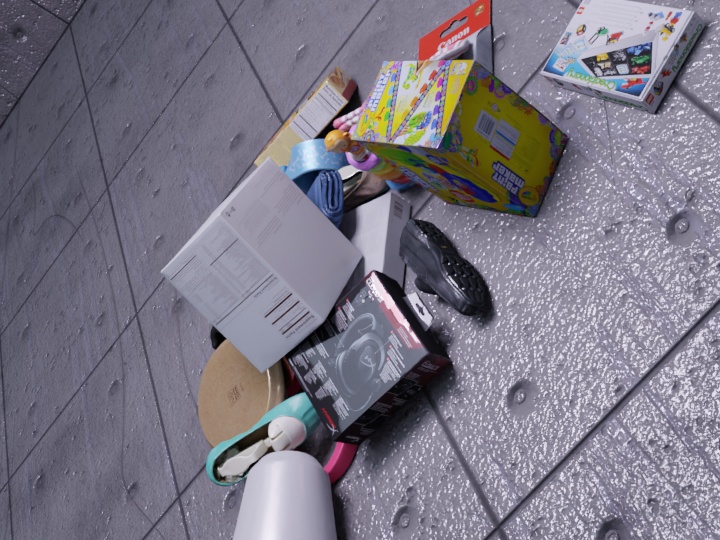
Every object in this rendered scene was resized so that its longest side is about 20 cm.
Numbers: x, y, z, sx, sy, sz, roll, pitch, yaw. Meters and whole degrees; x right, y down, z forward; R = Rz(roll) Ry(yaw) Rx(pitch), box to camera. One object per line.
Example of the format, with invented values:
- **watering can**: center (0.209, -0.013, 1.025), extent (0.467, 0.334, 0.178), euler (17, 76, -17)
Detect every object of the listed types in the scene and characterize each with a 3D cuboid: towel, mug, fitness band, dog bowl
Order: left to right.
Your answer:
- **mug**: center (-0.111, 0.336, 1.360), extent (0.185, 0.148, 0.155), euler (-29, 46, 35)
- **dog bowl**: center (-0.098, -0.155, 1.707), extent (0.198, 0.110, 0.050), euler (-26, 62, 39)
- **towel**: center (-0.080, -0.052, 1.584), extent (0.201, 0.048, 0.113), euler (-56, 26, 38)
- **fitness band**: center (-0.067, 0.224, 1.480), extent (0.144, 0.037, 0.201), euler (-49, 39, 13)
- **towel**: center (0.060, -0.278, 1.508), extent (0.198, 0.030, 0.146), euler (-29, 9, 36)

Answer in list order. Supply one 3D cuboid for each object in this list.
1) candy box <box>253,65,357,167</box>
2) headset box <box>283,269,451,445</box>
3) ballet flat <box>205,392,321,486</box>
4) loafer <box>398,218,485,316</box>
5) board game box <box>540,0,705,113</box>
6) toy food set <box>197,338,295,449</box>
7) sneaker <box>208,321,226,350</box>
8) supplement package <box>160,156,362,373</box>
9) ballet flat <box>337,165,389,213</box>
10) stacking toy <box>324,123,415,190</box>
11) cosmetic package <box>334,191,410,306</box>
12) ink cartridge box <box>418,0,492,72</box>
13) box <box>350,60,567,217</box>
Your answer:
- **candy box**: center (-0.095, -0.256, 1.773), extent (0.200, 0.055, 0.116), euler (-45, 11, 23)
- **headset box**: center (0.014, 0.112, 1.367), extent (0.200, 0.077, 0.150), euler (-43, 60, 14)
- **ballet flat**: center (-0.131, 0.245, 1.423), extent (0.198, 0.068, 0.071), euler (-32, 17, 8)
- **loafer**: center (0.108, 0.005, 1.386), extent (0.201, 0.067, 0.071), euler (55, 130, 49)
- **board game box**: center (0.334, -0.286, 1.317), extent (0.128, 0.034, 0.199), euler (-59, 36, 2)
- **toy food set**: center (-0.172, 0.190, 1.524), extent (0.200, 0.048, 0.200), euler (45, 111, 40)
- **sneaker**: center (-0.188, 0.079, 1.693), extent (0.199, 0.073, 0.089), euler (-31, 50, 38)
- **supplement package**: center (-0.135, -0.010, 1.432), extent (0.147, 0.200, 0.192), euler (-38, 11, 32)
- **ballet flat**: center (-0.037, -0.127, 1.643), extent (0.199, 0.067, 0.069), euler (-32, 45, 35)
- **stacking toy**: center (0.018, -0.184, 1.482), extent (0.116, 0.198, 0.111), euler (-35, 72, 34)
- **cosmetic package**: center (0.000, 0.000, 1.527), extent (0.149, 0.051, 0.203), euler (-19, 53, 42)
- **ink cartridge box**: center (0.131, -0.331, 1.588), extent (0.161, 0.057, 0.203), euler (-25, 54, 40)
- **box**: center (0.131, -0.178, 1.357), extent (0.191, 0.198, 0.124), euler (16, 80, 54)
